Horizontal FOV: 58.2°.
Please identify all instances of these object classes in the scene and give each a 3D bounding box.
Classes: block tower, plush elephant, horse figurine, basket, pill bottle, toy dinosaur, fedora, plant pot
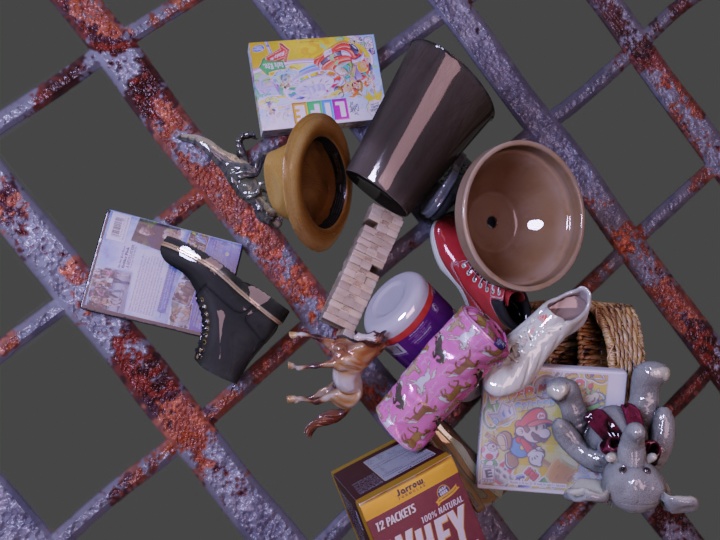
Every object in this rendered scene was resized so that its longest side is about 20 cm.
[{"bbox_3d":[0.000,0.000,0.968,0.057,0.054,0.203,24,79,-8],"label":"block tower"},{"bbox_3d":[0.333,0.233,0.819,0.162,0.155,0.204,-4,96,4],"label":"plush elephant"},{"bbox_3d":[-0.038,0.152,0.908,0.130,0.050,0.203,1,125,-8],"label":"horse figurine"},{"bbox_3d":[0.330,0.147,0.981,0.146,0.143,0.204,6,82,-13],"label":"basket"},{"bbox_3d":[0.104,0.102,0.936,0.200,0.112,0.113,43,76,-25],"label":"pill bottle"},{"bbox_3d":[0.079,-0.192,0.938,0.201,0.135,0.180,-55,135,-3],"label":"basket"},{"bbox_3d":[-0.171,-0.156,0.952,0.200,0.047,0.088,45,83,-1],"label":"toy dinosaur"},{"bbox_3d":[-0.080,-0.125,0.923,0.081,0.200,0.204,6,81,25],"label":"fedora"},{"bbox_3d":[0.205,-0.072,0.900,0.198,0.092,0.205,0,89,-23],"label":"plant pot"}]

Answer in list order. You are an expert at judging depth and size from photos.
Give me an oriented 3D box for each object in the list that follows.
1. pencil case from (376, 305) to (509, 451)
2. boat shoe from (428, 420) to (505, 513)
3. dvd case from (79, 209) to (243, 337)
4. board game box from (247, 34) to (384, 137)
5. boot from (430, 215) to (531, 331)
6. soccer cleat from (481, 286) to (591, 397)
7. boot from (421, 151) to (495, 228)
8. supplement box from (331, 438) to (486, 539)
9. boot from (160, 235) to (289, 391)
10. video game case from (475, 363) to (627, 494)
[{"bbox_3d":[0.107,0.143,0.849,0.201,0.082,0.087,-50,56,15],"label":"pencil case"},{"bbox_3d":[0.130,0.283,0.962,0.076,0.072,0.200,-44,94,-2],"label":"boat shoe"},{"bbox_3d":[-0.280,0.008,0.921,0.197,0.018,0.145,15,81,-12],"label":"dvd case"},{"bbox_3d":[-0.065,-0.285,0.994,0.197,0.034,0.137,-9,86,-14],"label":"board game box"},{"bbox_3d":[0.182,-0.001,0.963,0.072,0.144,0.202,-28,90,-13],"label":"boot"},{"bbox_3d":[0.238,0.091,0.876,0.199,0.078,0.069,-37,62,-21],"label":"soccer cleat"},{"bbox_3d":[0.199,-0.079,0.989,0.199,0.066,0.166,40,46,-8],"label":"boot"},{"bbox_3d":[0.071,0.352,0.869,0.131,0.200,0.200,-22,89,-14],"label":"supplement box"},{"bbox_3d":[-0.214,0.059,0.888,0.199,0.077,0.139,34,82,-8],"label":"boot"},{"bbox_3d":[0.267,0.224,0.913,0.196,0.023,0.186,3,97,4],"label":"video game case"}]
